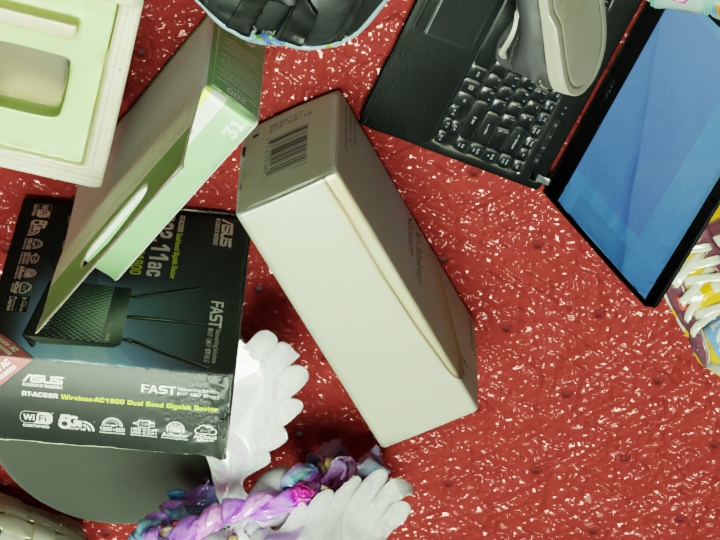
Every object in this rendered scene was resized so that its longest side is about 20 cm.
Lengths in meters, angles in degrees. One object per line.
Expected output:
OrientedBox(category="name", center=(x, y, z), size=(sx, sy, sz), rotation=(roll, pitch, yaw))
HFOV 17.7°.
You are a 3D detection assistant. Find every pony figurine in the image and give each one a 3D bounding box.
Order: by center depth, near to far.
OrientedBox(category="pony figurine", center=(-0.055, 0.154, 1.513), size=(0.193, 0.200, 0.167), rotation=(-44, 69, 16))

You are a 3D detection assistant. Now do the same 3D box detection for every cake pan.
OrientedBox(category="cake pan", center=(-0.165, 0.094, 1.565), size=(0.199, 0.037, 0.201), rotation=(0, 124, 1))

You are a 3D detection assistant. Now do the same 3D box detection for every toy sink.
OrientedBox(category="toy sink", center=(-0.189, -0.166, 1.339), size=(0.130, 0.112, 0.200), rotation=(13, 124, -8))

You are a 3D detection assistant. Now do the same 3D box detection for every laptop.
OrientedBox(category="laptop", center=(0.122, -0.100, 1.383), size=(0.199, 0.103, 0.178), rotation=(20, 122, -12))

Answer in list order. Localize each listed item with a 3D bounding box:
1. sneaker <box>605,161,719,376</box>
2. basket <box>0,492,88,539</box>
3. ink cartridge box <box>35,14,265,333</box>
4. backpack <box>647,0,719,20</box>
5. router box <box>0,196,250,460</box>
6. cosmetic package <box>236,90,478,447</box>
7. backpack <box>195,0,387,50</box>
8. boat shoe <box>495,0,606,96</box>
OrientedBox(category="sneaker", center=(0.224, 0.006, 1.461), size=(0.075, 0.090, 0.200), rotation=(-33, 118, 22))
OrientedBox(category="basket", center=(-0.275, 0.253, 1.603), size=(0.176, 0.139, 0.201), rotation=(24, 92, -14))
OrientedBox(category="ink cartridge box", center=(-0.120, -0.051, 1.361), size=(0.048, 0.200, 0.146), rotation=(34, 117, -19))
OrientedBox(category="backpack", center=(0.207, -0.235, 1.270), size=(0.126, 0.167, 0.201), rotation=(19, 129, 12))
OrientedBox(category="router box", center=(-0.147, 0.031, 1.420), size=(0.149, 0.200, 0.062), rotation=(5, 120, -3))
OrientedBox(category="cosmetic package", center=(0.000, 0.000, 1.456), size=(0.073, 0.104, 0.200), rotation=(-23, 122, 16))
OrientedBox(category="backpack", center=(-0.024, -0.221, 1.286), size=(0.163, 0.154, 0.201), rotation=(15, 95, -18))
OrientedBox(category="boat shoe", center=(0.094, -0.191, 1.298), size=(0.063, 0.073, 0.201), rotation=(17, 132, 33))
